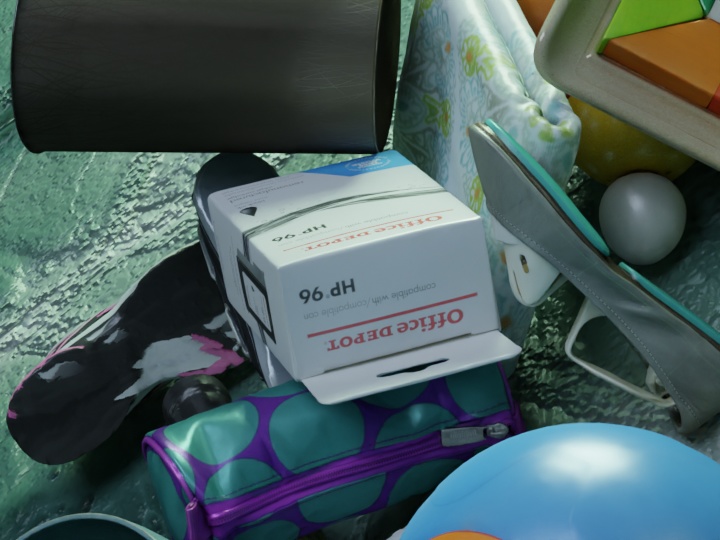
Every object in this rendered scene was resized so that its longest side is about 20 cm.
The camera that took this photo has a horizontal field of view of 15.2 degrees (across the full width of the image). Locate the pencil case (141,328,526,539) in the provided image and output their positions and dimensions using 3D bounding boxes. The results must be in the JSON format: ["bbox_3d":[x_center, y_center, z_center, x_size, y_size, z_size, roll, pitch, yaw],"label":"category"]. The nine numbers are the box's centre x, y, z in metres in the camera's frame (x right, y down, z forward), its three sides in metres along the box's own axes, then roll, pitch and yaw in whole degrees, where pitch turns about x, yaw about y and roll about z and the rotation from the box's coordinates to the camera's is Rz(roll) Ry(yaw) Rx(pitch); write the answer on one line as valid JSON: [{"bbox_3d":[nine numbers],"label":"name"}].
[{"bbox_3d":[-0.011,0.094,1.428,0.199,0.085,0.092,-19,18,-16],"label":"pencil case"}]

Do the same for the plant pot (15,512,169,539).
[{"bbox_3d":[-0.108,0.236,1.372,0.200,0.135,0.201,-17,63,36],"label":"plant pot"}]

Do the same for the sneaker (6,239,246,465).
[{"bbox_3d":[-0.131,0.037,1.649,0.199,0.081,0.086,-29,11,-5],"label":"sneaker"}]

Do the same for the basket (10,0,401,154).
[{"bbox_3d":[-0.082,-0.130,1.553,0.199,0.137,0.180,5,21,6],"label":"basket"}]

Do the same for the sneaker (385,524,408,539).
[{"bbox_3d":[0.040,0.162,1.401,0.199,0.077,0.081,-21,28,18],"label":"sneaker"}]

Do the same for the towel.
[{"bbox_3d":[0.064,-0.062,1.521,0.048,0.172,0.200,-2,37,-16],"label":"towel"}]

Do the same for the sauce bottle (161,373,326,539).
[{"bbox_3d":[-0.064,0.129,1.514,0.065,0.065,0.200,-36,38,5],"label":"sauce bottle"}]

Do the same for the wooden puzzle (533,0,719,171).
[{"bbox_3d":[0.213,-0.138,1.459,0.185,0.199,0.037,-62,2,-26],"label":"wooden puzzle"}]

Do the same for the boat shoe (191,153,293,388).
[{"bbox_3d":[-0.044,0.029,1.566,0.073,0.068,0.200,-27,73,-18],"label":"boat shoe"}]

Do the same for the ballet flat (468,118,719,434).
[{"bbox_3d":[0.115,0.009,1.392,0.064,0.200,0.067,-47,10,6],"label":"ballet flat"}]

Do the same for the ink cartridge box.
[{"bbox_3d":[0.000,0.000,1.440,0.116,0.068,0.200,-15,19,-13],"label":"ink cartridge box"}]

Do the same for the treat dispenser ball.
[{"bbox_3d":[0.105,0.170,1.229,0.200,0.201,0.201,-22,42,21],"label":"treat dispenser ball"}]

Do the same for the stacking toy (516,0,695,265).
[{"bbox_3d":[0.151,-0.096,1.530,0.146,0.146,0.201,-13,63,30],"label":"stacking toy"}]
